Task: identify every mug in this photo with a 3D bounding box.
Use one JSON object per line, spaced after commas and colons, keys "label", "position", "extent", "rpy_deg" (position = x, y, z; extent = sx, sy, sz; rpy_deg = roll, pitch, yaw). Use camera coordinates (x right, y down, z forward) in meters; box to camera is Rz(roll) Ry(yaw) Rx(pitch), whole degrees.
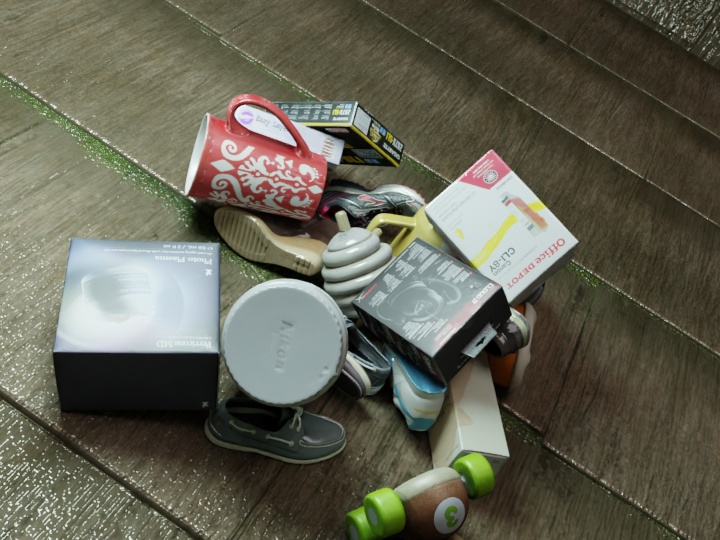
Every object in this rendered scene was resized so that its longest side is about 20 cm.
{"label": "mug", "position": [0.113, -0.032, 1.533], "extent": [0.186, 0.153, 0.150], "rpy_deg": [-13, 55, -39]}
{"label": "mug", "position": [-0.155, -0.163, 1.415], "extent": [0.199, 0.178, 0.134], "rpy_deg": [15, 59, -17]}

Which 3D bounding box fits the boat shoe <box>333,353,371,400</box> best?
{"label": "boat shoe", "position": [-0.075, 0.126, 1.320], "extent": [0.200, 0.072, 0.065], "rpy_deg": [40, 52, 9]}

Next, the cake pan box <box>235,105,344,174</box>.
{"label": "cake pan box", "position": [-0.144, -0.211, 1.555], "extent": [0.199, 0.184, 0.053], "rpy_deg": [18, 76, -16]}

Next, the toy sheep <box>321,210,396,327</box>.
{"label": "toy sheep", "position": [0.000, 0.000, 1.438], "extent": [0.138, 0.137, 0.201], "rpy_deg": [-39, 109, -49]}

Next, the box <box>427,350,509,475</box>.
{"label": "box", "position": [0.150, 0.212, 1.341], "extent": [0.077, 0.095, 0.201], "rpy_deg": [13, 40, -18]}

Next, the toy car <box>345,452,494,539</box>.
{"label": "toy car", "position": [0.103, 0.357, 1.126], "extent": [0.164, 0.158, 0.201], "rpy_deg": [-15, 67, -26]}

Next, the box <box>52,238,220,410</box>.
{"label": "box", "position": [-0.281, 0.068, 1.179], "extent": [0.199, 0.124, 0.199], "rpy_deg": [1, 46, -10]}

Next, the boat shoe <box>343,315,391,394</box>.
{"label": "boat shoe", "position": [-0.035, 0.098, 1.369], "extent": [0.200, 0.068, 0.072], "rpy_deg": [44, 41, 17]}

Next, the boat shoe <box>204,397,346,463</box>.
{"label": "boat shoe", "position": [-0.104, 0.208, 1.213], "extent": [0.199, 0.062, 0.073], "rpy_deg": [11, 43, -21]}

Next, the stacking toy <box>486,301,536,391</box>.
{"label": "stacking toy", "position": [0.175, 0.105, 1.469], "extent": [0.199, 0.147, 0.146], "rpy_deg": [13, 39, 6]}

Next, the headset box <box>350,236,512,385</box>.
{"label": "headset box", "position": [0.109, 0.059, 1.322], "extent": [0.149, 0.077, 0.200], "rpy_deg": [-45, 48, -15]}

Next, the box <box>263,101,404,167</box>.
{"label": "box", "position": [-0.047, -0.234, 1.563], "extent": [0.199, 0.050, 0.160], "rpy_deg": [8, -13, 36]}

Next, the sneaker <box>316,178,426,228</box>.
{"label": "sneaker", "position": [0.020, -0.104, 1.600], "extent": [0.199, 0.081, 0.075], "rpy_deg": [5, 45, 10]}

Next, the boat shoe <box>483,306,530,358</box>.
{"label": "boat shoe", "position": [0.162, 0.068, 1.381], "extent": [0.200, 0.075, 0.073], "rpy_deg": [27, 45, 37]}

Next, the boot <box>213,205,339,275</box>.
{"label": "boot", "position": [-0.132, -0.068, 1.510], "extent": [0.199, 0.073, 0.166], "rpy_deg": [28, 27, 0]}

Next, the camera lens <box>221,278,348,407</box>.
{"label": "camera lens", "position": [-0.096, 0.092, 1.186], "extent": [0.159, 0.160, 0.200], "rpy_deg": [29, -2, 0]}

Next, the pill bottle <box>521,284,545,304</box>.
{"label": "pill bottle", "position": [0.253, 0.008, 1.543], "extent": [0.114, 0.114, 0.200], "rpy_deg": [46, 7, 20]}

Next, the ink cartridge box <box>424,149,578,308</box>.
{"label": "ink cartridge box", "position": [0.218, -0.061, 1.408], "extent": [0.200, 0.145, 0.083], "rpy_deg": [49, 0, 14]}

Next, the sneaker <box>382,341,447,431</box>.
{"label": "sneaker", "position": [0.072, 0.160, 1.367], "extent": [0.076, 0.081, 0.200], "rpy_deg": [8, 22, -12]}
